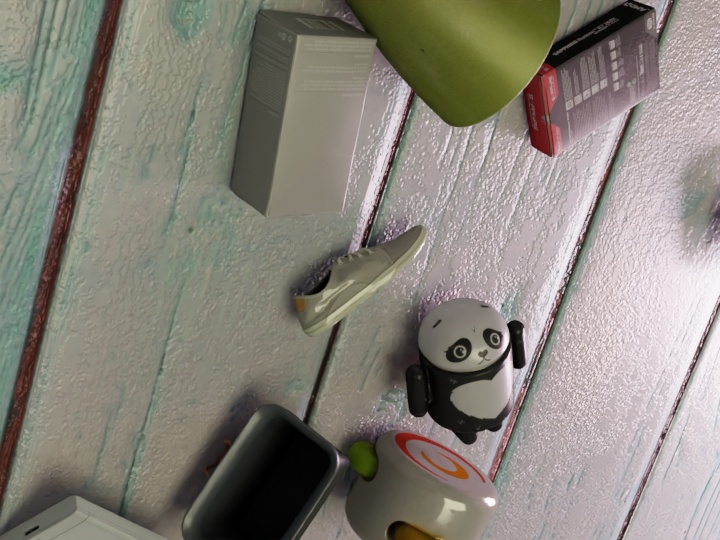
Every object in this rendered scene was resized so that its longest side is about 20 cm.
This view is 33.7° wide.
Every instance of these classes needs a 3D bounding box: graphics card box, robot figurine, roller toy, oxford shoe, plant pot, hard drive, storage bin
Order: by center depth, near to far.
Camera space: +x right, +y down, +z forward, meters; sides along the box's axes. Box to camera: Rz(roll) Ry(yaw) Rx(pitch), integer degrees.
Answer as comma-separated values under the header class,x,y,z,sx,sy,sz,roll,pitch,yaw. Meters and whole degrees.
class,x,y,z,sx,sy,sz,roll,pitch,yaw
plant pot,0.075,-0.282,1.253,0.200,0.187,0.188,30,94,-30
hard drive,-0.300,0.323,1.345,0.132,0.027,0.200,-30,138,18
oxford shoe,0.000,0.000,1.418,0.200,0.075,0.058,-38,97,-18
storage bin,-0.109,0.267,1.445,0.200,0.145,0.134,-56,162,1
graphics card box,0.297,-0.247,1.522,0.200,0.051,0.126,-32,130,-19
robot figurine,0.141,0.132,1.560,0.150,0.124,0.201,-56,146,-46
roller toy,0.079,0.313,1.571,0.182,0.200,0.140,15,105,-49

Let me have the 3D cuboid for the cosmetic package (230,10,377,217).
class,x,y,z,sx,sy,sz,roll,pitch,yaw
cosmetic package,-0.062,-0.162,1.257,0.106,0.090,0.201,-4,119,-38
